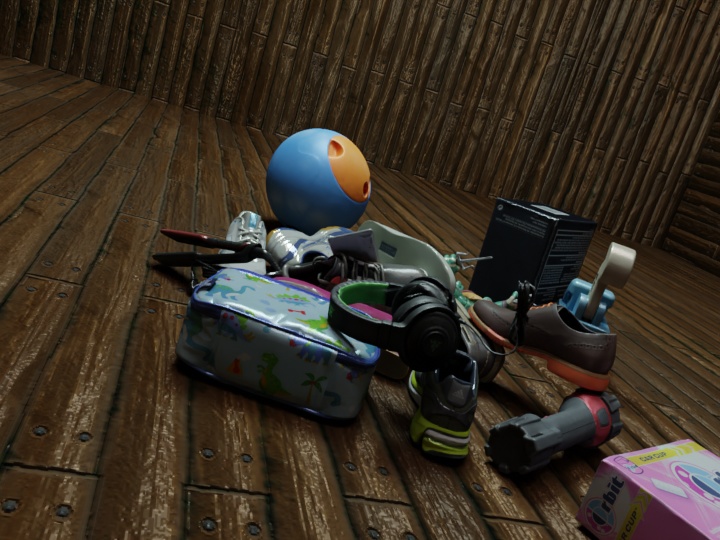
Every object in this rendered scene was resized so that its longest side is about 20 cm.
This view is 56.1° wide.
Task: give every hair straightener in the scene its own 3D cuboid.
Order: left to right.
[{"bbox_3d":[-0.183,-0.003,0.842,0.196,0.078,0.041,10,-14,27],"label":"hair straightener"}]

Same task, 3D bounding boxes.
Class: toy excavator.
[{"bbox_3d":[0.354,0.046,1.039,0.098,0.204,0.194,19,14,11],"label":"toy excavator"}]

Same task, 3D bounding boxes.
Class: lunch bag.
[{"bbox_3d":[-0.078,0.067,0.695,0.196,0.084,0.161,20,12,1],"label":"lunch bag"}]

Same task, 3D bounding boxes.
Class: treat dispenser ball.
[{"bbox_3d":[-0.078,-0.160,1.260,0.197,0.205,0.201,16,15,-4],"label":"treat dispenser ball"}]

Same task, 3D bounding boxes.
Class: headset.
[{"bbox_3d":[0.067,0.037,0.663,0.196,0.096,0.124,12,17,1],"label":"headset"}]

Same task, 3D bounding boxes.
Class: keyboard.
[{"bbox_3d":[0.000,0.000,0.900,0.055,0.011,0.201,-6,-27,6],"label":"keyboard"}]

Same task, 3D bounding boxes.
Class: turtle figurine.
[{"bbox_3d":[0.166,0.039,1.040,0.149,0.102,0.199,36,-10,-23],"label":"turtle figurine"}]

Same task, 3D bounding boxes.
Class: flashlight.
[{"bbox_3d":[0.205,0.168,0.712,0.197,0.069,0.068,-3,29,-43],"label":"flashlight"}]

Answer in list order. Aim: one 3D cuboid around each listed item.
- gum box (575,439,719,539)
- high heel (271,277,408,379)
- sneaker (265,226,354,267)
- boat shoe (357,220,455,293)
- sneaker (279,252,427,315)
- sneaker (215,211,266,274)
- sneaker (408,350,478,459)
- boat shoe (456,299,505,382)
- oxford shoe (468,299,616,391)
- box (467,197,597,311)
[{"bbox_3d":[0.304,0.221,0.617,0.197,0.067,0.113,5,21,-41],"label":"gum box"},{"bbox_3d":[-0.017,0.054,0.816,0.197,0.068,0.096,24,24,5],"label":"high heel"},{"bbox_3d":[-0.060,-0.016,1.057,0.198,0.076,0.088,-7,40,-45],"label":"sneaker"},{"bbox_3d":[0.073,-0.012,0.935,0.071,0.071,0.200,15,15,-42],"label":"boat shoe"},{"bbox_3d":[-0.010,0.017,0.841,0.195,0.082,0.078,-6,56,2],"label":"sneaker"},{"bbox_3d":[-0.163,-0.034,0.941,0.074,0.088,0.200,14,17,-19],"label":"sneaker"},{"bbox_3d":[0.095,0.117,0.713,0.072,0.082,0.200,17,15,-3],"label":"sneaker"},{"bbox_3d":[0.104,0.071,0.885,0.073,0.076,0.199,22,8,-41],"label":"boat shoe"},{"bbox_3d":[0.217,0.068,0.814,0.198,0.074,0.070,27,17,40],"label":"oxford shoe"},{"bbox_3d":[0.294,-0.010,1.172,0.122,0.202,0.198,25,16,34],"label":"box"}]
